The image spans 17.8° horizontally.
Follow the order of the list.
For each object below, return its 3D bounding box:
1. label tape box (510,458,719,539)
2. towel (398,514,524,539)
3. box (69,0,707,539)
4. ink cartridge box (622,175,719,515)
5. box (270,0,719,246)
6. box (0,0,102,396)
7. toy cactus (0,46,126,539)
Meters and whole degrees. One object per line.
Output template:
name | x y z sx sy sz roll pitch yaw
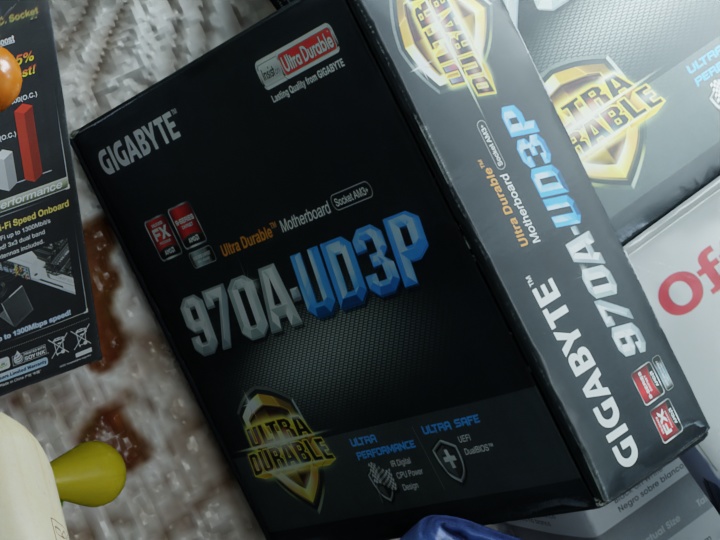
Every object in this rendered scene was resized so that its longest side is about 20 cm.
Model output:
label tape box | 0.099 0.012 0.803 0.143 0.066 0.201 -32 106 -23
towel | 0.034 0.146 0.712 0.144 0.200 0.024 21 48 -19
box | 0.000 0.000 0.699 0.046 0.200 0.160 -29 95 -30
ink cartridge box | 0.179 0.045 0.701 0.145 0.084 0.201 -35 86 -1
box | 0.081 -0.100 0.759 0.199 0.046 0.159 -33 85 -23
box | -0.182 -0.016 0.672 0.199 0.050 0.159 -21 125 -24
toy cactus | -0.107 0.032 0.607 0.102 0.201 0.165 -24 49 -13
